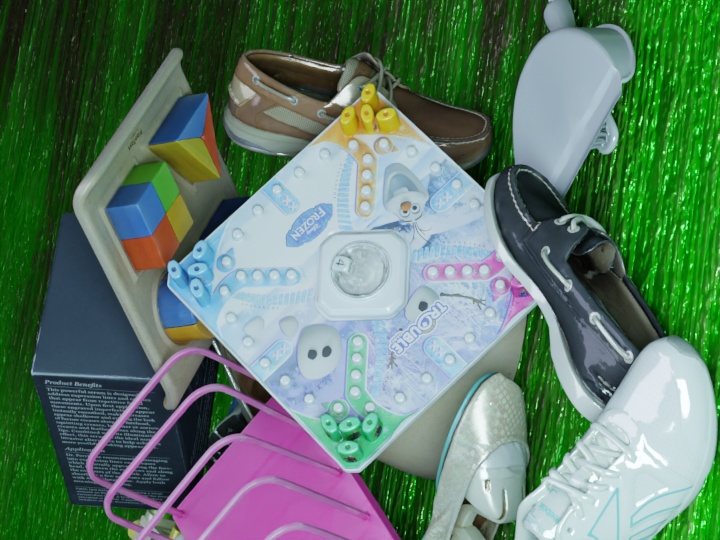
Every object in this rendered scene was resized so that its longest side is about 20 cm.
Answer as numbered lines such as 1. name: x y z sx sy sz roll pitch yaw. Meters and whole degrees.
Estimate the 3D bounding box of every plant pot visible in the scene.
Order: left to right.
1. plant pot: 0.012 0.036 1.620 0.200 0.134 0.202 -46 37 51

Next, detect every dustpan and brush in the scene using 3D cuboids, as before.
1. dustpan and brush: 0.139 -0.129 1.539 0.201 0.057 0.140 -110 35 -44

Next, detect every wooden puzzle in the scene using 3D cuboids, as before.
1. wooden puzzle: -0.124 -0.031 1.651 0.186 0.046 0.201 -63 -37 -48

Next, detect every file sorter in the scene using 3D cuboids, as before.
1. file sorter: -0.085 0.170 1.581 0.139 0.125 0.200 -49 44 13

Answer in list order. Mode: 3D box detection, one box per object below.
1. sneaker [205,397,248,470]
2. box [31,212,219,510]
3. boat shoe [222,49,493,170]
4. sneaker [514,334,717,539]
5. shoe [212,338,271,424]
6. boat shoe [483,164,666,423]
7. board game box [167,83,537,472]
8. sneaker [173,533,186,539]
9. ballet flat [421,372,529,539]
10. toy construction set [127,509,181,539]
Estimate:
1. sneaker: -0.065 0.105 1.874 0.090 0.078 0.201 -56 -10 -53
2. box: -0.178 0.074 1.788 0.201 0.106 0.149 86 -171 -54
3. boat shoe: -0.001 -0.116 1.661 0.076 0.198 0.072 -80 -3 -55
4. sneaker: 0.139 0.129 1.315 0.070 0.080 0.201 44 119 47
5. shoe: -0.069 0.098 1.759 0.070 0.053 0.201 -32 80 25
6. boat shoe: 0.135 0.003 1.409 0.060 0.073 0.201 -52 41 35
7. board game box: 0.000 0.000 1.538 0.200 0.026 0.200 -42 66 -8
8. sneaker: -0.125 0.298 1.705 0.082 0.076 0.202 86 -165 -75
9. ballet flat: 0.078 0.164 1.504 0.062 0.067 0.201 34 114 37
10. toy construction set: -0.153 0.208 1.915 0.093 0.130 0.200 -65 24 24
